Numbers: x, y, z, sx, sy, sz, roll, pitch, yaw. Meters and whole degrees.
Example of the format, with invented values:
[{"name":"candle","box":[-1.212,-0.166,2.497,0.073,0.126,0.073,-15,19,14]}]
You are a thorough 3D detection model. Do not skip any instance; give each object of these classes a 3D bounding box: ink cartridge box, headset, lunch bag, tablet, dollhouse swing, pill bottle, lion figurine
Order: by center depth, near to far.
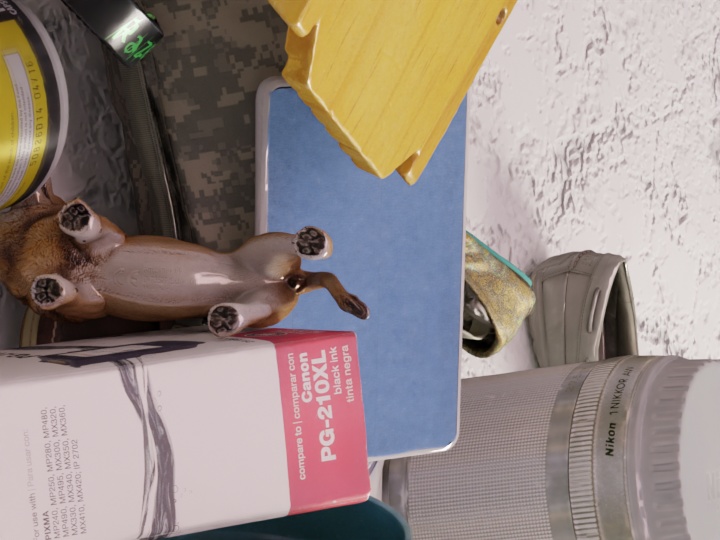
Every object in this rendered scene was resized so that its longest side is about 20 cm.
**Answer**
[{"name":"pill bottle","box":[-0.232,-0.062,1.151,0.200,0.112,0.112,-22,103,-51]},{"name":"ink cartridge box","box":[-0.118,0.077,1.204,0.199,0.145,0.085,-7,94,-32]},{"name":"dollhouse swing","box":[-0.034,-0.174,1.210,0.182,0.175,0.200,-61,158,-8]},{"name":"headset","box":[-0.161,-0.184,1.228,0.200,0.094,0.124,44,0,7]},{"name":"lion figurine","box":[-0.090,0.002,1.244,0.122,0.199,0.073,54,51,-84]},{"name":"tablet","box":[0.000,0.000,1.319,0.130,0.014,0.201,-5,102,-34]},{"name":"lunch bag","box":[-0.059,-0.085,1.358,0.167,0.139,0.201,-22,104,-46]}]

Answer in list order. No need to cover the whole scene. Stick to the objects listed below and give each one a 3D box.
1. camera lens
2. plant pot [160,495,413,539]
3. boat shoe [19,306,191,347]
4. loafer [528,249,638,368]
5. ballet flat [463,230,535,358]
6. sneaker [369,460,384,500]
[{"name":"camera lens","box":[0.120,0.134,1.492,0.160,0.199,0.161,25,61,-56]},{"name":"plant pot","box":[-0.077,0.215,1.265,0.200,0.200,0.189,-16,112,-51]},{"name":"boat shoe","box":[-0.090,0.052,1.349,0.200,0.072,0.072,27,64,-47]},{"name":"loafer","box":[0.156,0.087,1.660,0.070,0.070,0.201,-20,101,-51]},{"name":"ballet flat","box":[0.033,-0.011,1.526,0.200,0.071,0.071,41,55,-41]},{"name":"sneaker","box":[-0.017,0.122,1.447,0.071,0.073,0.201,45,61,-50]}]
